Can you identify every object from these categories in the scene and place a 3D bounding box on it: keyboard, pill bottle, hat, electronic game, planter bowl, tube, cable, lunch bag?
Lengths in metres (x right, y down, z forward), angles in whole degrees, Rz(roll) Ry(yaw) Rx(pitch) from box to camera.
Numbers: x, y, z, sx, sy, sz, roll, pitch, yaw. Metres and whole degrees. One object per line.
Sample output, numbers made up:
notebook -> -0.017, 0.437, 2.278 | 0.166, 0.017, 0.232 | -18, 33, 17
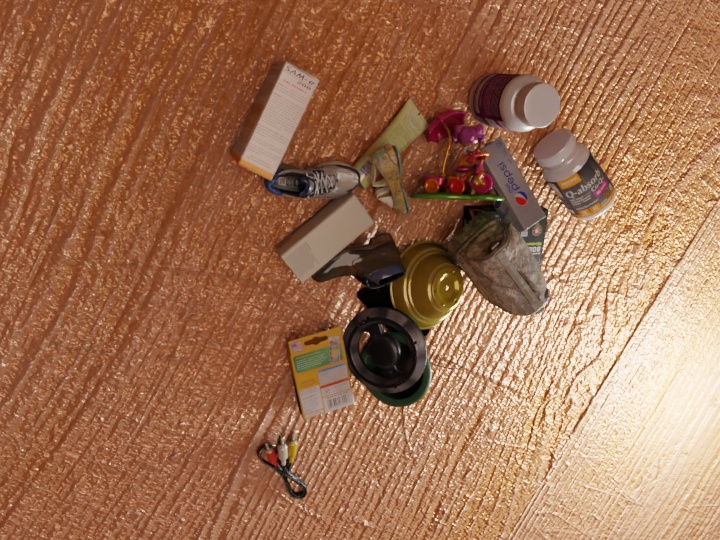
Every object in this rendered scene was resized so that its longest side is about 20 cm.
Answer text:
keyboard -> 0.088, 0.085, 1.430 | 0.104, 0.040, 0.200 | -33, 119, 19
pill bottle -> 0.489, -0.219, 1.420 | 0.117, 0.116, 0.200 | -47, 116, 0
hat -> 0.112, 0.227, 1.486 | 0.200, 0.176, 0.166 | 46, 107, 9
pill bottle -> 0.314, -0.343, 1.267 | 0.111, 0.200, 0.114 | -6, 110, -17
electronic game -> 0.052, 0.178, 1.384 | 0.198, 0.042, 0.202 | 5, 105, 19
planter bowl -> 0.168, 0.035, 1.374 | 0.199, 0.083, 0.203 | -2, 94, -32
tube -> 0.058, -0.258, 1.292 | 0.052, 0.058, 0.200 | 42, 87, 17
cable -> -0.180, 0.466, 1.442 | 0.096, 0.050, 0.202 | -15, 111, -11
lunch bag -> 0.303, -0.006, 1.321 | 0.139, 0.168, 0.200 | -39, 116, 4

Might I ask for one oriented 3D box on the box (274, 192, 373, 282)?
box -> -0.076, -0.074, 1.290 | 0.199, 0.068, 0.082 | -39, 116, -5

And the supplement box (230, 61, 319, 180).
supplement box -> -0.163, -0.282, 1.157 | 0.073, 0.126, 0.201 | 24, 99, -24

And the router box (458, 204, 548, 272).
router box -> 0.331, -0.073, 1.441 | 0.198, 0.062, 0.152 | -4, 110, -19

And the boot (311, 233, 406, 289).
boot -> 0.000, 0.000, 1.316 | 0.198, 0.097, 0.075 | -25, 157, -11

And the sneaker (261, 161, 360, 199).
sneaker -> -0.095, -0.170, 1.225 | 0.197, 0.085, 0.078 | -4, 110, -7

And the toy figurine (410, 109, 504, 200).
toy figurine -> 0.205, -0.240, 1.291 | 0.150, 0.198, 0.186 | -10, 104, -64

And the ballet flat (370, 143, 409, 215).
ballet flat -> 0.057, -0.178, 1.276 | 0.070, 0.071, 0.201 | -31, 148, -8

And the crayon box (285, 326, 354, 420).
crayon box -> -0.092, 0.222, 1.392 | 0.124, 0.052, 0.202 | -15, 113, -15

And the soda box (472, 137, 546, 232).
soda box -> 0.317, -0.182, 1.356 | 0.068, 0.063, 0.201 | -32, 93, -19
